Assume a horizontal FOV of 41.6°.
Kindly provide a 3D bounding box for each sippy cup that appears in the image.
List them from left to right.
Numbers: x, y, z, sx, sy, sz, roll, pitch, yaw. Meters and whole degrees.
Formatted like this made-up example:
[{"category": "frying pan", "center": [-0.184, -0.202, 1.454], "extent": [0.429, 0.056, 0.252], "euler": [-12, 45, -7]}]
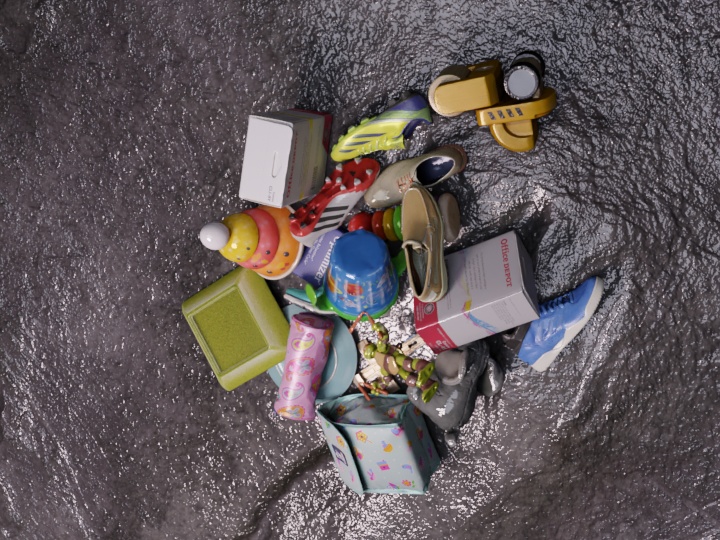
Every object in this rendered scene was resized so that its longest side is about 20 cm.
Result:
[{"category": "sippy cup", "center": [0.000, 0.000, 1.622], "extent": [0.139, 0.130, 0.178], "euler": [22, 65, 12]}]

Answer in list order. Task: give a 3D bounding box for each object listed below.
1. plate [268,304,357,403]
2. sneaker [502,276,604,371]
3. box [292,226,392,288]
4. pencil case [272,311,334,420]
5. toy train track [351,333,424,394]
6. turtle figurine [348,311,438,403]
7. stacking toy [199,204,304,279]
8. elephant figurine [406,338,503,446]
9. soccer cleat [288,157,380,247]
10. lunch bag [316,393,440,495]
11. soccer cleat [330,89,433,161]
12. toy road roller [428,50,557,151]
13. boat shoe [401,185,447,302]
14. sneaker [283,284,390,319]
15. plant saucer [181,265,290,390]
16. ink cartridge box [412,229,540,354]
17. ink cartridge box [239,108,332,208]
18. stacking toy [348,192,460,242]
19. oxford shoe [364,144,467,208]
[{"category": "plate", "center": [-0.102, 0.160, 1.804], "extent": [0.199, 0.026, 0.201], "euler": [5, 102, 22]}, {"category": "sneaker", "center": [0.321, 0.071, 1.626], "extent": [0.111, 0.077, 0.200], "euler": [33, 117, -2]}, {"category": "box", "center": [-0.040, -0.014, 1.749], "extent": [0.200, 0.032, 0.121], "euler": [30, 110, 8]}, {"category": "pencil case", "center": [-0.107, 0.178, 1.750], "extent": [0.087, 0.087, 0.201], "euler": [17, 108, 13]}, {"category": "toy train track", "center": [0.061, 0.161, 1.754], "extent": [0.200, 0.033, 0.115], "euler": [-36, 90, 22]}, {"category": "turtle figurine", "center": [0.060, 0.167, 1.644], "extent": [0.161, 0.064, 0.201], "euler": [26, 131, 34]}, {"category": "stacking toy", "center": [-0.210, -0.056, 1.690], "extent": [0.146, 0.200, 0.147], "euler": [0, 91, 38]}, {"category": "elephant figurine", "center": [0.178, 0.170, 1.660], "extent": [0.155, 0.141, 0.200], "euler": [40, 115, 11]}, {"category": "soccer cleat", "center": [-0.042, -0.121, 1.685], "extent": [0.200, 0.085, 0.069], "euler": [-43, 59, -7]}, {"category": "lunch bag", "center": [0.023, 0.321, 1.752], "extent": [0.199, 0.122, 0.171], "euler": [-6, 117, 28]}, {"category": "soccer cleat", "center": [0.036, -0.236, 1.655], "extent": [0.200, 0.065, 0.084], "euler": [-31, 94, 21]}, {"category": "toy road roller", "center": [0.222, -0.269, 1.560], "extent": [0.199, 0.123, 0.146], "euler": [-6, 112, 18]}, {"category": "boat shoe", "center": [0.099, -0.048, 1.573], "extent": [0.071, 0.076, 0.201], "euler": [-19, 77, 31]}, {"category": "sneaker", "center": [-0.039, 0.044, 1.718], "extent": [0.199, 0.078, 0.080], "euler": [3, 85, 10]}, {"category": "plant saucer", "center": [-0.243, 0.112, 1.816], "extent": [0.199, 0.048, 0.200], "euler": [-30, 86, 26]}, {"category": "ink cartridge box", "center": [0.194, 0.038, 1.617], "extent": [0.199, 0.148, 0.086], "euler": [-20, 133, 20]}, {"category": "ink cartridge box", "center": [-0.127, -0.200, 1.642], "extent": [0.083, 0.200, 0.146], "euler": [13, 106, 15]}, {"category": "stacking toy", "center": [0.071, -0.084, 1.673], "extent": [0.199, 0.085, 0.086], "euler": [-5, 101, 23]}, {"category": "oxford shoe", "center": [0.086, -0.163, 1.649], "extent": [0.200, 0.074, 0.071], "euler": [-28, 94, 22]}]
